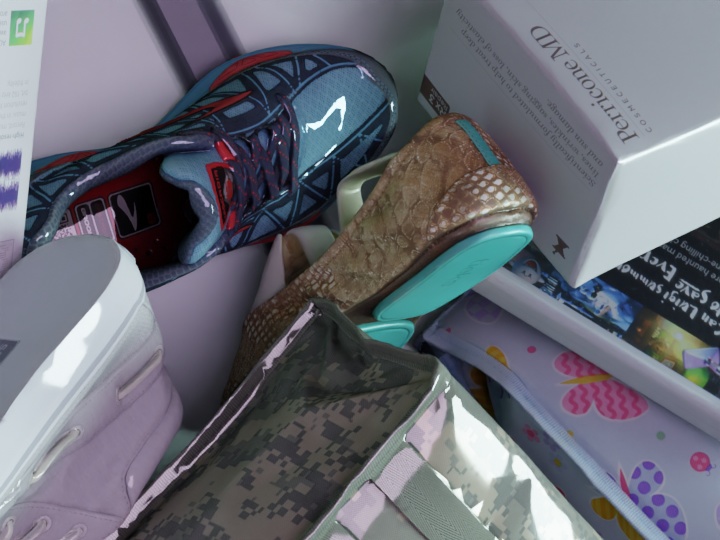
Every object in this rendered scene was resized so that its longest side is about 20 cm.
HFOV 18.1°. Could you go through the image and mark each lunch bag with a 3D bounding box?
[{"bbox_3d":[-0.013,0.141,0.857,0.200,0.117,0.164,-48,122,-10],"label":"lunch bag"},{"bbox_3d":[0.147,0.053,0.991,0.169,0.127,0.200,-39,76,-18],"label":"lunch bag"}]

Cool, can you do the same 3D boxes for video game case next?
[{"bbox_3d":[0.136,-0.035,0.957,0.200,0.023,0.182,32,63,12],"label":"video game case"}]

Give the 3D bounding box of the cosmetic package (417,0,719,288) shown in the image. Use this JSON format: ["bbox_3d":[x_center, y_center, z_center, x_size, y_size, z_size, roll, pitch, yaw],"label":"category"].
[{"bbox_3d":[0.135,-0.088,0.910,0.199,0.081,0.113,-25,62,-30],"label":"cosmetic package"}]

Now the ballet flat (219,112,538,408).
[{"bbox_3d":[0.000,0.000,0.918,0.070,0.200,0.066,-3,64,-41],"label":"ballet flat"}]

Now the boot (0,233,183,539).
[{"bbox_3d":[-0.130,0.084,0.808,0.200,0.073,0.096,-50,133,-34],"label":"boot"}]

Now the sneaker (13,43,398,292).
[{"bbox_3d":[-0.062,-0.029,0.916,0.199,0.095,0.080,-28,108,-17],"label":"sneaker"}]

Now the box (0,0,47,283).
[{"bbox_3d":[-0.178,-0.002,0.804,0.144,0.036,0.201,-13,113,-58],"label":"box"}]
